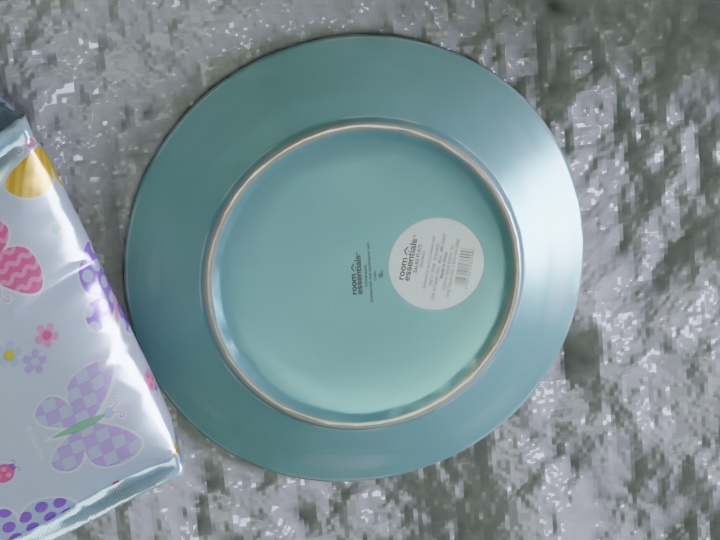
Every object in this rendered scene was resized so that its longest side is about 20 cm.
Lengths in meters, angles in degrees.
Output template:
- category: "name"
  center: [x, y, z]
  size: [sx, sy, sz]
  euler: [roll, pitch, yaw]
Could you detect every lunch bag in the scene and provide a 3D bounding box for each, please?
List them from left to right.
- category: "lunch bag"
  center: [-0.197, 0.038, 1.082]
  size: [0.200, 0.127, 0.170]
  euler: [-28, 113, -9]

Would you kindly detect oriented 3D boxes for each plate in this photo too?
- category: "plate"
  center: [0.000, 0.000, 1.152]
  size: [0.199, 0.026, 0.201]
  euler: [-2, 107, -8]
